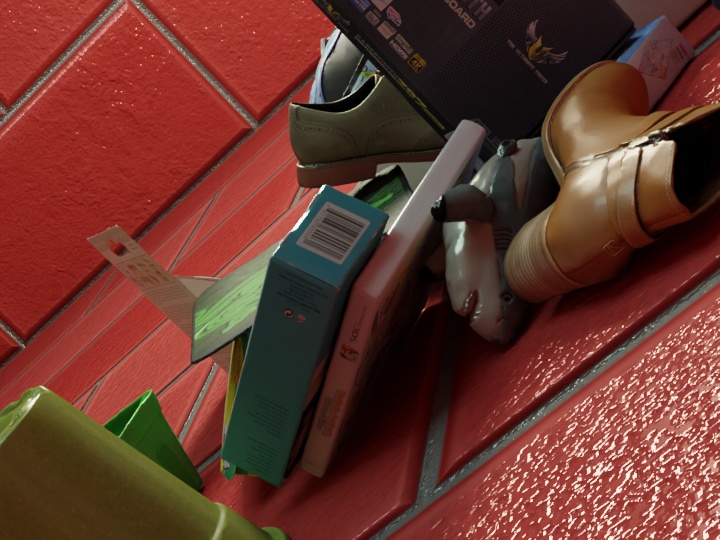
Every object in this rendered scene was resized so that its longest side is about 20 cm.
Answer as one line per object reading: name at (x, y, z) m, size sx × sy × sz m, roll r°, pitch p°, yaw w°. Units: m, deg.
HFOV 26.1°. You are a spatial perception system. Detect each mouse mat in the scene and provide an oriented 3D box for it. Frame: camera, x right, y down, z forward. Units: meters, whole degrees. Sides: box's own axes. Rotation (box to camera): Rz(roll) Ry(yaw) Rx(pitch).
mouse mat at (-0.046, -0.009, 1.162) m, size 0.199 × 0.008 × 0.161 m, roll -35°, pitch 16°, yaw 5°

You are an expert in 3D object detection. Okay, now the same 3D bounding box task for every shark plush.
shark plush at (0.115, -0.038, 1.031) m, size 0.200 × 0.083 × 0.091 m, roll -45°, pitch -19°, yaw -38°

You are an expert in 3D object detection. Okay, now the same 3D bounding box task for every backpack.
backpack at (0.033, -0.174, 1.554) m, size 0.135 × 0.182 × 0.201 m, roll -43°, pitch 17°, yaw 56°

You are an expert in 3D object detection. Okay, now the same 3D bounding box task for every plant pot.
plant pot at (-0.181, 0.181, 0.994) m, size 0.200 × 0.190 × 0.200 m, roll -43°, pitch 11°, yaw 11°

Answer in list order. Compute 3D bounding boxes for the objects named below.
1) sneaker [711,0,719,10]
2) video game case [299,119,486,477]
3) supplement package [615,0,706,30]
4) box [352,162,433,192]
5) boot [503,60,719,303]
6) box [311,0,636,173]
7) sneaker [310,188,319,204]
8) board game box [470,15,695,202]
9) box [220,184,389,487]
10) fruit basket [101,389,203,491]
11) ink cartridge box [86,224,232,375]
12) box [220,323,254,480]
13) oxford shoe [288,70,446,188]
sneaker at (0.310, -0.262, 1.092) m, size 0.200 × 0.082 × 0.070 m, roll -35°, pitch 15°, yaw 43°
video game case at (0.023, 0.018, 1.070) m, size 0.200 × 0.023 × 0.183 m, roll -56°, pitch -13°, yaw -45°
supplement package at (0.225, -0.285, 1.296) m, size 0.200 × 0.152 × 0.151 m, roll -42°, pitch 11°, yaw 13°
box at (0.077, -0.124, 1.319) m, size 0.201 × 0.068 × 0.082 m, roll -58°, pitch -11°, yaw 5°
boot at (0.170, -0.078, 0.943) m, size 0.155 × 0.077 × 0.200 m, roll -33°, pitch 19°, yaw 53°
box at (0.081, -0.194, 1.144) m, size 0.158 × 0.200 × 0.051 m, roll -45°, pitch 6°, yaw -10°
sneaker at (0.000, 0.000, 1.252) m, size 0.082 × 0.088 × 0.200 m, roll -60°, pitch 17°, yaw 21°
board game box at (0.137, -0.090, 1.194) m, size 0.199 × 0.043 × 0.200 m, roll -49°, pitch 12°, yaw -27°
box at (-0.039, 0.047, 1.019) m, size 0.082 × 0.049 × 0.201 m, roll -56°, pitch -12°, yaw -45°
fruit basket at (-0.265, 0.175, 1.288) m, size 0.215 × 0.216 × 0.156 m, roll -36°, pitch 14°, yaw 36°
ink cartridge box at (-0.156, 0.019, 1.451) m, size 0.050 × 0.200 × 0.161 m, roll -47°, pitch 12°, yaw -17°
box at (-0.080, 0.081, 1.205) m, size 0.200 × 0.048 × 0.118 m, roll -98°, pitch 16°, yaw -77°
oxford shoe at (0.041, -0.122, 1.200) m, size 0.199 × 0.075 × 0.070 m, roll -17°, pitch 16°, yaw -7°
